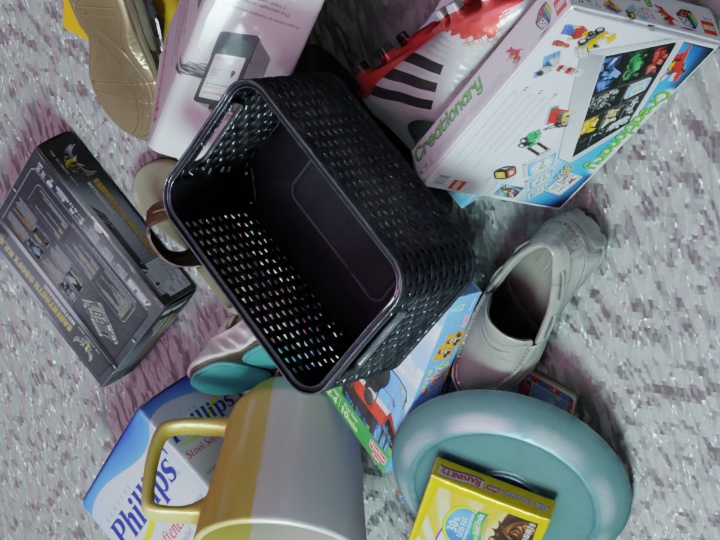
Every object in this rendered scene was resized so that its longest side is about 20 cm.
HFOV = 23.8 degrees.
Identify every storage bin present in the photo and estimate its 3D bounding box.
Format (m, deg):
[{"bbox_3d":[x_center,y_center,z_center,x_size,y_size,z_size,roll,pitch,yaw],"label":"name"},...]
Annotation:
[{"bbox_3d":[-0.031,-0.029,1.209,0.200,0.093,0.135,52,124,18],"label":"storage bin"}]

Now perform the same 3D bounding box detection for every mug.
[{"bbox_3d":[-0.077,0.172,1.473,0.186,0.154,0.149,23,145,-25],"label":"mug"}]

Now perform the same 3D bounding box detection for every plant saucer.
[{"bbox_3d":[0.117,0.177,1.368,0.198,0.028,0.201,12,134,12],"label":"plant saucer"}]

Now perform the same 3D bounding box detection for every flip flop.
[{"bbox_3d":[-0.154,-0.031,1.505,0.200,0.057,0.082,50,138,38],"label":"flip flop"}]

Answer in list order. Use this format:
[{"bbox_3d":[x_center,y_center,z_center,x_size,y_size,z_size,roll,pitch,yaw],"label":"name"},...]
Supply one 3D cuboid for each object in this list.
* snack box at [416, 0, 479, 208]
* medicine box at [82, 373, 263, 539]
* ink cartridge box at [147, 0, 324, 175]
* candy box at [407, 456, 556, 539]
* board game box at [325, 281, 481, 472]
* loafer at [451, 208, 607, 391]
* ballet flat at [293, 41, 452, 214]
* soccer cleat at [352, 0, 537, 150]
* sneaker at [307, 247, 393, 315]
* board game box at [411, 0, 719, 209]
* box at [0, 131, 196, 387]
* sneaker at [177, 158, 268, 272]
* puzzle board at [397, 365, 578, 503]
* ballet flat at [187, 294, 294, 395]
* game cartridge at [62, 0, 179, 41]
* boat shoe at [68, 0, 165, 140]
[{"bbox_3d":[0.097,-0.150,1.252,0.116,0.037,0.200,50,136,9],"label":"snack box"},{"bbox_3d":[-0.145,0.228,1.629,0.200,0.103,0.183,46,135,11],"label":"medicine box"},{"bbox_3d":[-0.090,-0.196,1.295,0.083,0.146,0.201,16,129,-14],"label":"ink cartridge box"},{"bbox_3d":[0.085,0.238,1.398,0.101,0.026,0.201,21,134,7],"label":"candy box"},{"bbox_3d":[0.018,0.043,1.401,0.152,0.036,0.201,52,138,34],"label":"board game box"},{"bbox_3d":[0.116,0.033,1.307,0.070,0.070,0.201,44,132,20],"label":"loafer"},{"bbox_3d":[-0.004,-0.106,1.359,0.066,0.057,0.200,-45,73,13],"label":"ballet flat"},{"bbox_3d":[0.074,-0.147,1.204,0.199,0.069,0.085,-26,102,49],"label":"soccer cleat"},{"bbox_3d":[0.000,0.000,1.313,0.085,0.075,0.200,58,139,21],"label":"sneaker"},{"bbox_3d":[0.138,-0.117,1.174,0.200,0.125,0.035,-48,43,45],"label":"board game box"},{"bbox_3d":[-0.263,-0.008,1.643,0.200,0.048,0.158,50,136,8],"label":"box"},{"bbox_3d":[-0.079,-0.077,1.419,0.200,0.073,0.088,49,127,29],"label":"sneaker"},{"bbox_3d":[0.100,0.152,1.431,0.150,0.017,0.201,28,128,28],"label":"puzzle board"},{"bbox_3d":[-0.095,0.062,1.518,0.070,0.069,0.200,58,150,-1],"label":"ballet flat"},{"bbox_3d":[-0.169,-0.249,1.443,0.199,0.032,0.177,29,129,24],"label":"game cartridge"},{"bbox_3d":[-0.193,-0.197,1.426,0.071,0.065,0.201,11,140,25],"label":"boat shoe"}]
